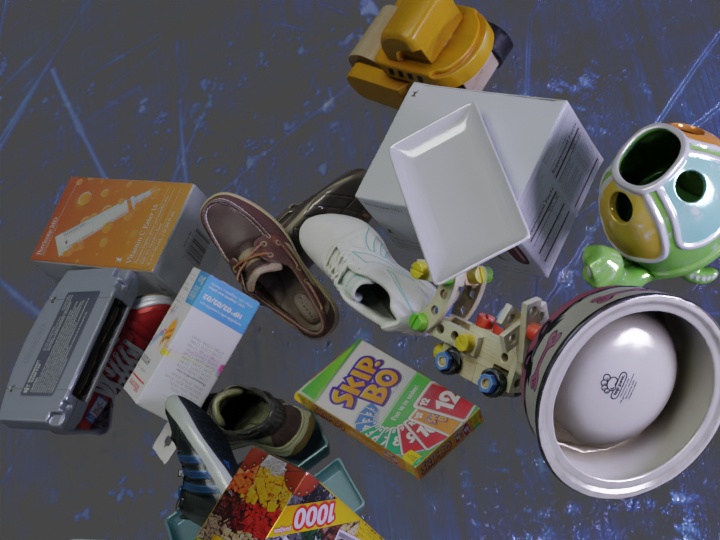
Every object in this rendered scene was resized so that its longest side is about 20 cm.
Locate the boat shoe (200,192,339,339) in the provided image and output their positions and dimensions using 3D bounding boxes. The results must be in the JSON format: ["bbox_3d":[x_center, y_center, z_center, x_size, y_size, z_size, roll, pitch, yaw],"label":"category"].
[{"bbox_3d":[-0.102,-0.004,1.763,0.072,0.072,0.200,-39,88,9],"label":"boat shoe"}]

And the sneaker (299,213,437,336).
[{"bbox_3d":[0.000,0.000,1.729,0.200,0.080,0.071,38,113,30],"label":"sneaker"}]

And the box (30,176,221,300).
[{"bbox_3d":[-0.273,-0.033,1.943,0.200,0.097,0.125,4,61,34],"label":"box"}]

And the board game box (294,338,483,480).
[{"bbox_3d":[0.023,0.137,1.674,0.096,0.030,0.200,-40,42,-24],"label":"board game box"}]

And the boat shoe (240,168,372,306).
[{"bbox_3d":[-0.065,-0.049,1.838,0.200,0.075,0.073,-41,37,3],"label":"boat shoe"}]

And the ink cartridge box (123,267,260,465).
[{"bbox_3d":[-0.196,0.102,1.770,0.200,0.068,0.115,-61,15,-4],"label":"ink cartridge box"}]

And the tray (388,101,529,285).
[{"bbox_3d":[0.100,-0.076,1.643,0.107,0.022,0.200,-28,49,13],"label":"tray"}]

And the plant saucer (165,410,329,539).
[{"bbox_3d":[-0.117,0.227,1.701,0.200,0.019,0.070,-38,32,5],"label":"plant saucer"}]

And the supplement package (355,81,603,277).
[{"bbox_3d":[0.126,-0.099,1.733,0.200,0.111,0.156,12,66,37],"label":"supplement package"}]

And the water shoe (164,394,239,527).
[{"bbox_3d":[-0.162,0.216,1.649,0.079,0.071,0.200,-39,63,8],"label":"water shoe"}]

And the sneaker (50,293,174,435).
[{"bbox_3d":[-0.286,0.115,1.866,0.200,0.071,0.113,-34,43,17],"label":"sneaker"}]

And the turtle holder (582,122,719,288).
[{"bbox_3d":[0.287,-0.065,1.595,0.185,0.132,0.141,-30,49,10],"label":"turtle holder"}]

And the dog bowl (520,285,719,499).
[{"bbox_3d":[0.234,0.103,1.479,0.200,0.200,0.074,-43,29,-2],"label":"dog bowl"}]

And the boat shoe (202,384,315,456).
[{"bbox_3d":[-0.129,0.151,1.724,0.201,0.066,0.072,4,58,50],"label":"boat shoe"}]

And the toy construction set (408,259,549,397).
[{"bbox_3d":[0.125,0.051,1.621,0.200,0.092,0.131,32,111,55],"label":"toy construction set"}]

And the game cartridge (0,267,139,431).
[{"bbox_3d":[-0.335,0.090,1.851,0.133,0.042,0.200,-6,55,48],"label":"game cartridge"}]

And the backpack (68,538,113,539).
[{"bbox_3d":[-0.256,0.348,1.598,0.177,0.200,0.151,-4,58,31],"label":"backpack"}]

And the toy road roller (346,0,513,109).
[{"bbox_3d":[0.064,-0.266,1.863,0.200,0.146,0.123,21,72,40],"label":"toy road roller"}]

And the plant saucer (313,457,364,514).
[{"bbox_3d":[-0.084,0.277,1.665,0.200,0.019,0.070,-37,47,4],"label":"plant saucer"}]

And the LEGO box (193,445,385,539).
[{"bbox_3d":[-0.066,0.280,1.527,0.077,0.200,0.149,19,71,40],"label":"LEGO box"}]
